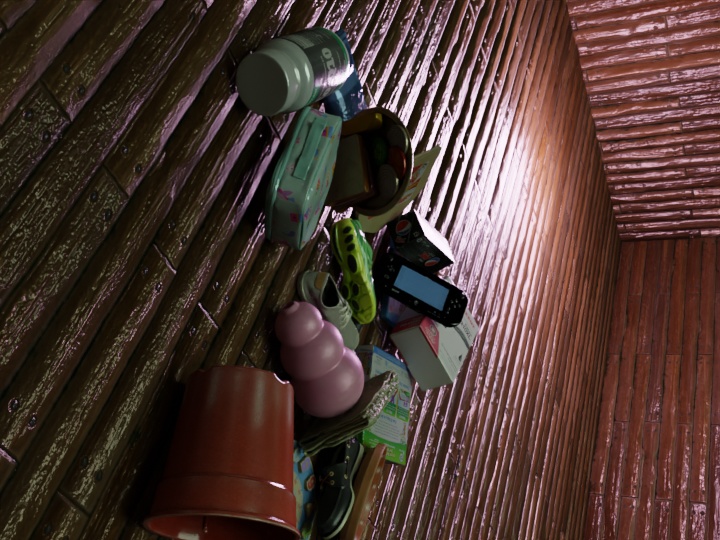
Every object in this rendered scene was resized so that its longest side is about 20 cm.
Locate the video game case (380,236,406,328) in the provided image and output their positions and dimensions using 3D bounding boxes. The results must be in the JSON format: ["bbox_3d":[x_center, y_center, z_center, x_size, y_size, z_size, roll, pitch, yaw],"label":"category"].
[{"bbox_3d":[0.089,0.025,1.776,0.143,0.018,0.203,40,54,-56],"label":"video game case"}]

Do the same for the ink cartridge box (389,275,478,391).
[{"bbox_3d":[0.157,0.127,1.752,0.146,0.084,0.200,59,35,-16],"label":"ink cartridge box"}]

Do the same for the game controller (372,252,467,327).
[{"bbox_3d":[0.119,0.039,1.677,0.042,0.198,0.105,-62,-179,38],"label":"game controller"}]

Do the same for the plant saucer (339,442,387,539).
[{"bbox_3d":[0.003,0.404,1.495,0.200,0.032,0.203,18,89,-81],"label":"plant saucer"}]

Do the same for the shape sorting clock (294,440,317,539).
[{"bbox_3d":[-0.116,0.370,1.331,0.199,0.039,0.204,7,82,-62],"label":"shape sorting clock"}]

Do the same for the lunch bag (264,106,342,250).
[{"bbox_3d":[-0.090,-0.150,1.318,0.161,0.076,0.202,100,7,-60],"label":"lunch bag"}]

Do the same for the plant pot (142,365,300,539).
[{"bbox_3d":[-0.168,0.242,1.099,0.201,0.198,0.198,46,40,-51],"label":"plant pot"}]

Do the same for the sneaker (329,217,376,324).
[{"bbox_3d":[0.000,0.000,1.546,0.083,0.073,0.203,-29,113,-55],"label":"sneaker"}]

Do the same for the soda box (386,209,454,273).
[{"bbox_3d":[0.126,-0.055,1.737,0.200,0.070,0.064,34,33,-60],"label":"soda box"}]

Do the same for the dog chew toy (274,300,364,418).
[{"bbox_3d":[-0.074,0.138,1.354,0.202,0.123,0.125,63,35,-24],"label":"dog chew toy"}]

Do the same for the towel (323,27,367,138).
[{"bbox_3d":[-0.034,-0.329,1.535,0.112,0.048,0.203,-52,133,-50],"label":"towel"}]

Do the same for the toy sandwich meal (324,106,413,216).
[{"bbox_3d":[0.003,-0.186,1.443,0.070,0.203,0.209,-2,90,-45],"label":"toy sandwich meal"}]

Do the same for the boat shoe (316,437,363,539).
[{"bbox_3d":[-0.046,0.356,1.416,0.063,0.073,0.203,46,34,-23],"label":"boat shoe"}]

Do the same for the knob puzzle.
[{"bbox_3d":[0.056,-0.148,1.611,0.030,0.220,0.219,46,21,18],"label":"knob puzzle"}]

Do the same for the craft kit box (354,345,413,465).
[{"bbox_3d":[0.041,0.266,1.639,0.200,0.048,0.201,36,54,-56],"label":"craft kit box"}]

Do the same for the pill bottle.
[{"bbox_3d":[-0.106,-0.313,1.325,0.200,0.111,0.115,-43,125,-55],"label":"pill bottle"}]

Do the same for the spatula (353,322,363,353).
[{"bbox_3d":[-0.011,0.128,1.570,0.057,0.020,0.202,47,43,-30],"label":"spatula"}]

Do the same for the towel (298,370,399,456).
[{"bbox_3d":[-0.015,0.239,1.414,0.037,0.147,0.200,60,23,-8],"label":"towel"}]

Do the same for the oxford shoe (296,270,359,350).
[{"bbox_3d":[-0.044,0.074,1.467,0.201,0.057,0.076,59,36,-40],"label":"oxford shoe"}]
